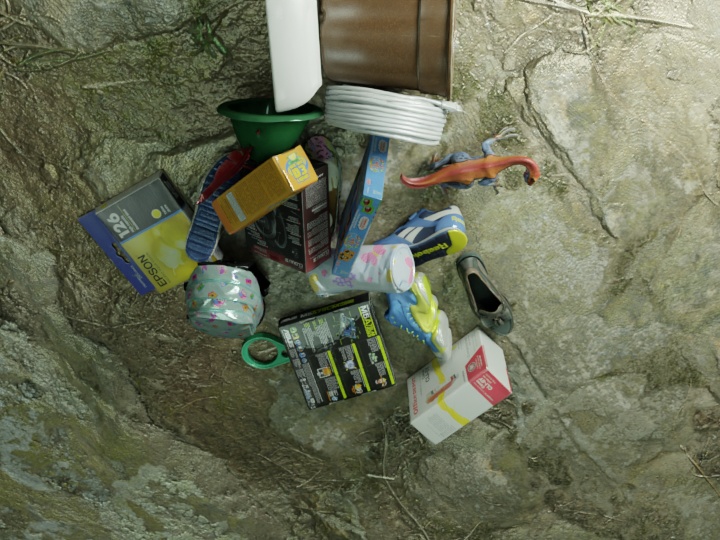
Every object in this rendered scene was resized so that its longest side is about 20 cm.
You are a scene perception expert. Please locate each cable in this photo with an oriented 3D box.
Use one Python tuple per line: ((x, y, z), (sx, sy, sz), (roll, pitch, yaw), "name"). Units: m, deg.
((0.039, -0.249, 1.209), (0.198, 0.200, 0.070), (2, 105, -28), "cable")

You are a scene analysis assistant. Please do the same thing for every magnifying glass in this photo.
((-0.144, 0.169, 1.556), (0.197, 0.022, 0.080), (3, 120, -4), "magnifying glass")

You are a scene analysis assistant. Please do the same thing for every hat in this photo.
((-0.153, -0.178, 1.231), (0.164, 0.199, 0.178), (-13, 116, -35), "hat")

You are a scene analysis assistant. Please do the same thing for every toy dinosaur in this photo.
((0.203, -0.159, 1.288), (0.180, 0.199, 0.106), (4, 121, 50), "toy dinosaur")

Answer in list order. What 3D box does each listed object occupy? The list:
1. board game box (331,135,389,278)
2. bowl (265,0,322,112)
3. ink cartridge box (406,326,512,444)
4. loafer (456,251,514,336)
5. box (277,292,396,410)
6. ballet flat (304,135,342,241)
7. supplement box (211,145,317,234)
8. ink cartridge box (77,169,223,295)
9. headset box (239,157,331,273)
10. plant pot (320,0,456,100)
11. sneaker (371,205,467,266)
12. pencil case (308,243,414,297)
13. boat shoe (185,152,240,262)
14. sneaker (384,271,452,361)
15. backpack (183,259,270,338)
((-0.001, -0.108, 1.287), (0.036, 0.152, 0.201), (15, 139, -9), "board game box")
((-0.097, -0.356, 1.147), (0.074, 0.201, 0.202), (-3, 120, 0), "bowl")
((0.192, 0.230, 1.519), (0.200, 0.146, 0.083), (-40, 112, 21), "ink cartridge box")
((0.240, 0.059, 1.467), (0.071, 0.063, 0.201), (-26, 117, 15), "loafer")
((-0.044, 0.164, 1.521), (0.191, 0.048, 0.202), (-18, 112, 3), "box")
((-0.063, -0.135, 1.350), (0.068, 0.071, 0.202), (-5, 120, -5), "ballet flat")
((-0.158, -0.128, 1.234), (0.199, 0.066, 0.069), (-28, 93, 47), "supplement box")
((-0.392, -0.056, 1.413), (0.198, 0.047, 0.198), (-27, 118, 12), "ink cartridge box")
((-0.130, -0.099, 1.329), (0.148, 0.077, 0.202), (20, 127, 33), "headset box")
((0.046, -0.364, 1.158), (0.196, 0.201, 0.202), (3, 121, 8), "plant pot")
((0.106, -0.062, 1.398), (0.198, 0.083, 0.074), (-14, 143, 29), "sneaker")
((0.000, 0.000, 1.378), (0.198, 0.092, 0.083), (-4, 145, 33), "pencil case")
((-0.262, -0.115, 1.356), (0.072, 0.072, 0.202), (25, 92, -11), "boat shoe")
((0.109, 0.096, 1.493), (0.104, 0.076, 0.202), (-13, 113, 22), "sneaker")
((-0.244, 0.055, 1.381), (0.165, 0.128, 0.200), (-2, 164, -8), "backpack")
